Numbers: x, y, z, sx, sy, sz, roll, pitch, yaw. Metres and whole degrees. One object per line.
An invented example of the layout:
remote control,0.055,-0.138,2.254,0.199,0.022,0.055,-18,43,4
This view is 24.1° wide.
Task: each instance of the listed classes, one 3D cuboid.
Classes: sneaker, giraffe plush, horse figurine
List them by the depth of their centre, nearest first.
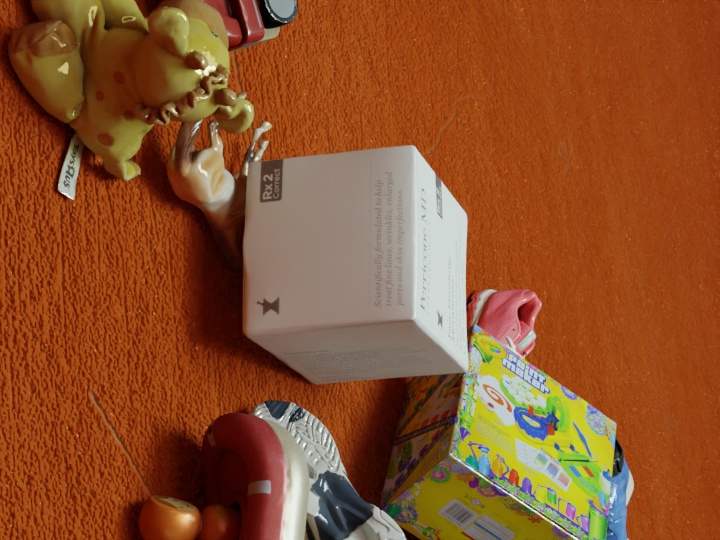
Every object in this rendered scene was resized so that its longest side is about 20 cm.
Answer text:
giraffe plush,-0.177,-0.170,1.390,0.172,0.161,0.202,18,64,-55
horse figurine,-0.128,-0.093,1.527,0.133,0.050,0.200,-69,154,-17
sneaker,-0.043,0.220,1.553,0.199,0.130,0.079,43,60,12
sneaker,0.151,0.088,1.895,0.074,0.086,0.201,54,39,-31
sneaker,0.286,0.280,2.049,0.112,0.076,0.201,64,29,-31

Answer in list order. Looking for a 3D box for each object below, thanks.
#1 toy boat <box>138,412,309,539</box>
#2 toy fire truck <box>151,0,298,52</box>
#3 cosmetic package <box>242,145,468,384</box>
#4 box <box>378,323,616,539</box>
toy boat,-0.123,0.215,1.411,0.130,0.130,0.202,16,62,-23
toy fire truck,-0.159,-0.281,1.516,0.199,0.128,0.177,-22,99,-46
cosmetic package,0.000,0.000,1.566,0.200,0.164,0.166,43,44,-67
box,0.146,0.200,1.726,0.199,0.122,0.193,35,39,-15
